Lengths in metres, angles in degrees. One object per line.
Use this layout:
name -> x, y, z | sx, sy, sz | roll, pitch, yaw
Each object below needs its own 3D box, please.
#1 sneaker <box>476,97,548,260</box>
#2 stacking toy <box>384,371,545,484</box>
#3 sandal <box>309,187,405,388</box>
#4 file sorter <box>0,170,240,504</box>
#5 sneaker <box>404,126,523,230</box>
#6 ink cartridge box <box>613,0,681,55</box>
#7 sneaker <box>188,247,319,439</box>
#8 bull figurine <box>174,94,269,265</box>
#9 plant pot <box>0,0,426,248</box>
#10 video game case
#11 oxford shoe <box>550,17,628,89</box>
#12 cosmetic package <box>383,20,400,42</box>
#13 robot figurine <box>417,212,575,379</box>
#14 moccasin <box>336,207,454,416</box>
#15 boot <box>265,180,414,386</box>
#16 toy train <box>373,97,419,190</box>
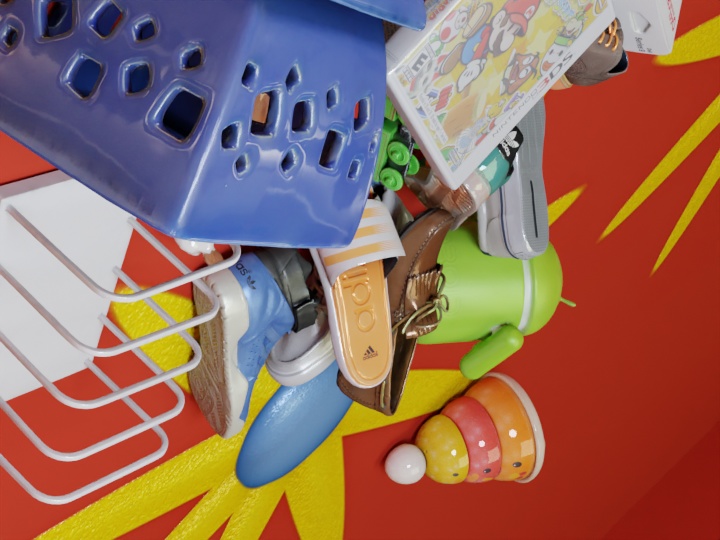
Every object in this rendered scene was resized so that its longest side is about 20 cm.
sneaker -> 0.128, -0.109, 1.421 | 0.073, 0.070, 0.202 | 4, 83, -53
stacking toy -> 0.117, 0.222, 1.909 | 0.199, 0.147, 0.147 | -17, 144, -24
sandal -> 0.006, -0.002, 1.294 | 0.079, 0.059, 0.209 | -19, 102, -36
file sorter -> -0.187, 0.043, 1.061 | 0.138, 0.124, 0.201 | -22, 144, -47
sneaker -> 0.096, -0.089, 1.364 | 0.080, 0.071, 0.200 | -42, -173, -10
ink cartridge box -> 0.229, -0.300, 1.263 | 0.146, 0.083, 0.202 | 42, 59, -67
sneaker -> -0.086, 0.058, 1.320 | 0.111, 0.077, 0.201 | -25, 141, -28
bull figurine -> -0.079, -0.093, 1.133 | 0.121, 0.065, 0.201 | -33, 152, -43
plant pot -> -0.090, -0.136, 0.897 | 0.200, 0.199, 0.181 | 2, 117, -62
video game case -> 0.098, -0.161, 1.052 | 0.182, 0.023, 0.200 | -47, 155, -3
oxford shoe -> 0.168, -0.195, 1.200 | 0.200, 0.072, 0.072 | 22, 70, -70
cosmetic package -> 0.019, -0.180, 1.072 | 0.199, 0.103, 0.088 | -15, 95, -48
robot figurine -> 0.108, 0.011, 1.496 | 0.198, 0.177, 0.116 | -4, 144, -14
moccasin -> 0.042, 0.038, 1.365 | 0.074, 0.077, 0.203 | -14, 130, -62
boot -> -0.030, 0.004, 1.372 | 0.201, 0.073, 0.096 | -55, 152, -12
toy train -> 0.036, -0.150, 1.267 | 0.042, 0.056, 0.201 | -44, 158, -42
